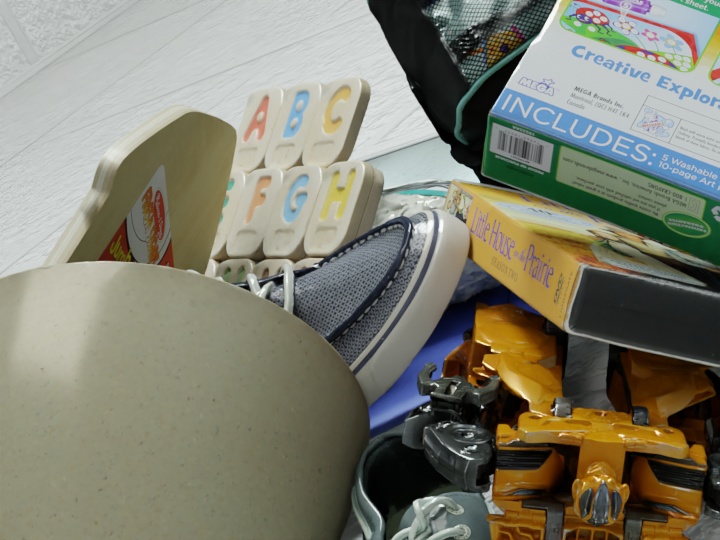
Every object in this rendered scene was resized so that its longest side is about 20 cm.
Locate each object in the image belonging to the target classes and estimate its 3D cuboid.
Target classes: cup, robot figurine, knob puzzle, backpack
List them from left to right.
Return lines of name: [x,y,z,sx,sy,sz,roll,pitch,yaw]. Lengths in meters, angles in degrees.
knob puzzle: [-0.116,0.003,1.141,0.030,0.220,0.220,21,35,15]
cup: [-0.101,0.115,0.997,0.200,0.200,0.144,-22,41,29]
robot figurine: [0.090,0.063,0.937,0.144,0.059,0.200,6,17,2]
backpack: [0.110,-0.145,1.144,0.199,0.154,0.176,-30,-23,8]

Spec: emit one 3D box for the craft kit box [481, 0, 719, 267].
craft kit box: [0.177,-0.082,0.966,0.198,0.199,0.049,-59,-16,-32]

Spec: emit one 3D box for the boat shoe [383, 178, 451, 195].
boat shoe: [-0.021,-0.010,1.461,0.199,0.074,0.068,-24,13,16]

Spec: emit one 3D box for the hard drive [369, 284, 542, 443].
hard drive: [0.005,0.065,1.170,0.199,0.025,0.132,-27,14,13]

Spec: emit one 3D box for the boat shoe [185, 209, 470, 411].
boat shoe: [-0.045,0.028,1.055,0.200,0.093,0.075,-45,25,32]

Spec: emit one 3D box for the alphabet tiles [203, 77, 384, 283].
alphabet tiles: [-0.057,-0.004,1.207,0.200,0.015,0.196,0,69,60]

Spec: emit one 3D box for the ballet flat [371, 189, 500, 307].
ballet flat: [0.000,0.000,1.215,0.199,0.072,0.072,3,34,47]

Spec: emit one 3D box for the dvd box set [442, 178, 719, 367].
dvd box set: [0.125,0.005,0.996,0.146,0.030,0.200,13,8,-14]

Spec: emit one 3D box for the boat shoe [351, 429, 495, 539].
boat shoe: [0.025,0.117,0.937,0.073,0.062,0.200,-28,14,5]
